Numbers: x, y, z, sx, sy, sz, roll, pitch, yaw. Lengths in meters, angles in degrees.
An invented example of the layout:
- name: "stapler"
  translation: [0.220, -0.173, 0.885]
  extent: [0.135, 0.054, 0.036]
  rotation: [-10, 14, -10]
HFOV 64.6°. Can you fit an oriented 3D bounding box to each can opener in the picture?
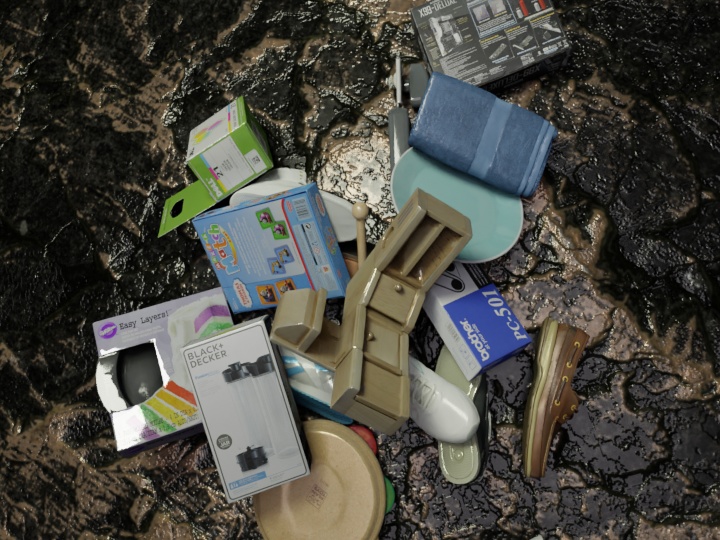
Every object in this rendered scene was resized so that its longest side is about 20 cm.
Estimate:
- name: "can opener"
  translation: [0.068, -0.219, 0.846]
  extent: [0.064, 0.053, 0.207]
  rotation: [1, 80, 10]

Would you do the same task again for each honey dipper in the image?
- name: "honey dipper"
  translation: [0.005, 0.003, 0.763]
  extent: [0.037, 0.038, 0.205]
  rotation: [6, 122, 12]

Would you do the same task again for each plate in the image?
- name: "plate"
  translation: [0.132, -0.095, 0.793]
  extent: [0.194, 0.026, 0.205]
  rotation: [6, 62, -11]

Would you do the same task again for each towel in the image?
- name: "towel"
  translation: [0.169, -0.187, 0.793]
  extent: [0.196, 0.049, 0.114]
  rotation: [23, 90, -4]

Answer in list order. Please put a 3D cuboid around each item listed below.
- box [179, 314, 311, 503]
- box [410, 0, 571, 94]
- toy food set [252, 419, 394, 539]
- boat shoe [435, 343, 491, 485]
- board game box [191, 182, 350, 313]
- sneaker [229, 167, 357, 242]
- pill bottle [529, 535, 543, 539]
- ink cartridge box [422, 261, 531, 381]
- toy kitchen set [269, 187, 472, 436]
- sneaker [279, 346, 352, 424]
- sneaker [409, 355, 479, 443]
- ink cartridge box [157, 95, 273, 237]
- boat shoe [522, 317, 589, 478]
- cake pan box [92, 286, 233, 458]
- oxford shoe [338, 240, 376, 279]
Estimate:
- name: "box"
  translation: [-0.144, 0.173, 0.729]
  extent: [0.113, 0.060, 0.206]
  rotation: [-16, 93, -2]
- name: "box"
  translation: [0.188, -0.347, 0.846]
  extent: [0.195, 0.050, 0.162]
  rotation: [-21, 76, 6]
- name: "toy food set"
  translation: [-0.052, 0.304, 0.778]
  extent: [0.195, 0.049, 0.203]
  rotation: [15, 83, 14]
- name: "boat shoe"
  translation: [0.140, 0.178, 0.759]
  extent: [0.070, 0.067, 0.206]
  rotation: [-11, 63, 33]
- name: "board game box"
  translation: [-0.124, -0.024, 0.791]
  extent: [0.195, 0.037, 0.155]
  rotation: [-10, 113, 26]
- name: "sneaker"
  translation: [-0.075, -0.105, 0.820]
  extent: [0.195, 0.116, 0.075]
  rotation: [13, 124, 16]
- name: "pill bottle"
  translation: [0.151, 0.405, 0.687]
  extent: [0.196, 0.109, 0.111]
  rotation: [-28, 75, 6]
- name: "ink cartridge box"
  translation: [0.131, 0.034, 0.758]
  extent: [0.092, 0.045, 0.203]
  rotation: [-19, 66, -27]
- name: "toy kitchen set"
  translation: [0.013, 0.025, 0.628]
  extent: [0.160, 0.203, 0.182]
  rotation: [27, 125, -16]
- name: "sneaker"
  translation: [-0.080, 0.140, 0.808]
  extent: [0.196, 0.077, 0.082]
  rotation: [22, 61, 19]
- name: "sneaker"
  translation: [0.064, 0.150, 0.734]
  extent: [0.199, 0.080, 0.071]
  rotation: [33, 88, 38]
- name: "ink cartridge box"
  translation: [-0.234, -0.156, 0.845]
  extent: [0.197, 0.077, 0.149]
  rotation: [-31, 32, 4]
- name: "boat shoe"
  translation: [0.249, 0.166, 0.729]
  extent: [0.066, 0.072, 0.206]
  rotation: [11, 80, 15]
- name: "cake pan box"
  translation: [-0.263, 0.137, 0.798]
  extent: [0.195, 0.053, 0.188]
  rotation: [-14, 65, -19]
- name: "oxford shoe"
  translation: [0.000, 0.000, 0.825]
  extent: [0.195, 0.071, 0.073]
  rotation: [20, 114, 12]
